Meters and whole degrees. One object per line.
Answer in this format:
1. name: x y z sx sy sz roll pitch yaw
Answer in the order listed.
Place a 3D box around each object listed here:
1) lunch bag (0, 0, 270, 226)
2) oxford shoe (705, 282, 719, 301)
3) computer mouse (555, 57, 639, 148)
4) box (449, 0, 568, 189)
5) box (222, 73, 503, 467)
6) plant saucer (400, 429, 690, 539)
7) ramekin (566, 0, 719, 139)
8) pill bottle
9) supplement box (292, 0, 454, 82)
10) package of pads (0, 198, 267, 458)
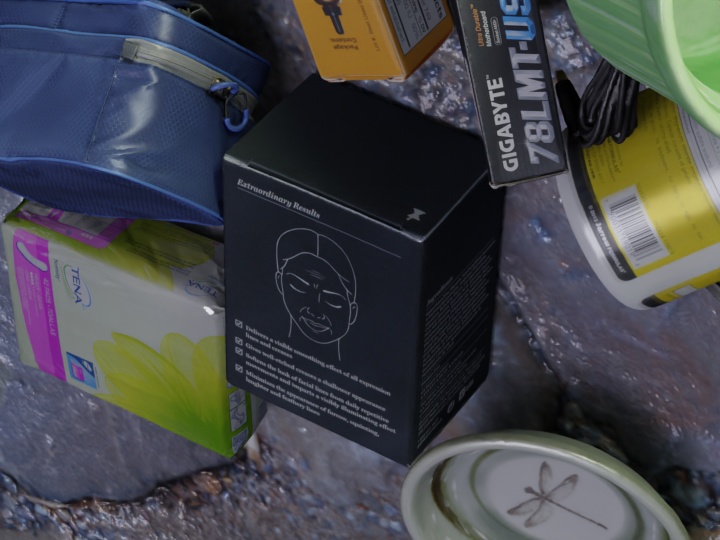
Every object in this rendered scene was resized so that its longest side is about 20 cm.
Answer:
1. lunch bag: -0.156 -0.112 1.601 0.200 0.133 0.136 6 168 36
2. oxford shoe: 0.230 -0.017 1.446 0.084 0.073 0.200 -36 97 27
3. computer mouse: 0.131 -0.159 1.338 0.046 0.200 0.141 1 130 -15
4. box: 0.065 -0.178 1.342 0.050 0.199 0.200 -12 122 5
5. box: 0.000 0.000 1.605 0.148 0.107 0.200 24 137 22
6. plant saucer: 0.128 0.160 1.660 0.200 0.050 0.200 14 142 12
7. ramekin: 0.188 -0.164 1.181 0.098 0.200 0.200 31 143 49
8. pill bottle: 0.213 -0.064 1.339 0.200 0.112 0.112 -24 109 21
9. supplement box: -0.013 -0.211 1.469 0.066 0.069 0.200 4 124 38
10. package of pads: -0.160 0.029 1.792 0.200 0.068 0.155 22 136 23
